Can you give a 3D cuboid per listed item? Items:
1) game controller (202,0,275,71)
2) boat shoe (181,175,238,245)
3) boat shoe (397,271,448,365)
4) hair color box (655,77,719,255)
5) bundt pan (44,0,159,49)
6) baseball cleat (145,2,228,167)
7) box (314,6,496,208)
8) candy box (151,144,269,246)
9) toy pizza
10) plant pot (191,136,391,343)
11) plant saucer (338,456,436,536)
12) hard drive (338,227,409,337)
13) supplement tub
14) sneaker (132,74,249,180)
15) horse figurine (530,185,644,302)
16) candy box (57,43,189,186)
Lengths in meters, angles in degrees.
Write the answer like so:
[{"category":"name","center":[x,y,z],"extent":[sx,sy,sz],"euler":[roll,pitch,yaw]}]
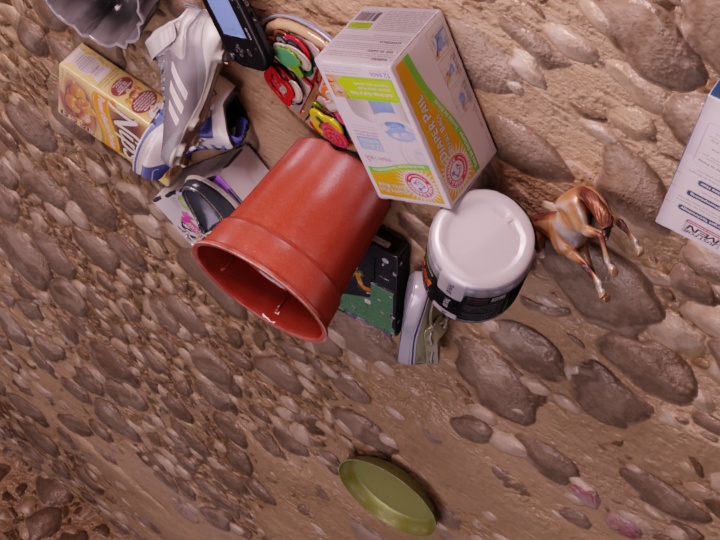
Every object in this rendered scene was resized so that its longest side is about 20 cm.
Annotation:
[{"category":"game controller","center":[-0.160,-0.320,1.564],"extent":[0.200,0.042,0.104],"euler":[64,168,-28]},{"category":"boat shoe","center":[-0.184,-0.040,1.851],"extent":[0.075,0.062,0.200],"euler":[3,134,47]},{"category":"boat shoe","center":[0.088,0.065,1.851],"extent":[0.062,0.072,0.200],"euler":[6,149,1]},{"category":"hair color box","center":[0.361,-0.100,1.305],"extent":[0.100,0.061,0.200],"euler":[31,149,15]},{"category":"bundt pan","center":[-0.323,-0.374,1.670],"extent":[0.202,0.076,0.202],"euler":[28,150,18]},{"category":"baseball cleat","center":[-0.226,-0.232,1.688],"extent":[0.106,0.200,0.070],"euler":[26,-166,5]},{"category":"box","center":[0.053,-0.178,1.498],"extent":[0.112,0.101,0.200],"euler":[12,141,40]},{"category":"candy box","center":[-0.177,-0.076,1.927],"extent":[0.168,0.072,0.200],"euler":[49,148,-19]},{"category":"toy pizza","center":[-0.053,-0.213,1.608],"extent":[0.200,0.032,0.200],"euler":[38,157,20]},{"category":"plant pot","center":[-0.072,-0.047,1.703],"extent":[0.201,0.195,0.201],"euler":[31,162,11]},{"category":"plant saucer","center":[0.052,0.383,2.355],"extent":[0.200,0.031,0.200],"euler":[27,148,19]},{"category":"hard drive","center":[0.000,0.000,1.872],"extent":[0.140,0.038,0.200],"euler":[28,148,19]},{"category":"supplement tub","center":[0.135,-0.009,1.595],"extent":[0.122,0.123,0.200],"euler":[34,166,9]},{"category":"sneaker","center":[-0.212,-0.180,1.778],"extent":[0.115,0.081,0.199],"euler":[33,126,-3]},{"category":"horse figurine","center":[0.246,-0.040,1.511],"extent":[0.133,0.050,0.200],"euler":[56,164,16]},{"category":"candy box","center":[-0.330,-0.218,1.918],"extent":[0.200,0.055,0.115],"euler":[35,150,7]}]
